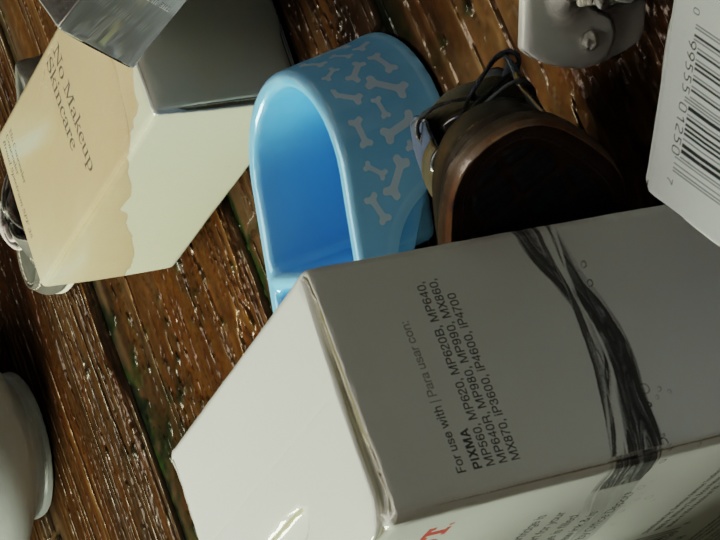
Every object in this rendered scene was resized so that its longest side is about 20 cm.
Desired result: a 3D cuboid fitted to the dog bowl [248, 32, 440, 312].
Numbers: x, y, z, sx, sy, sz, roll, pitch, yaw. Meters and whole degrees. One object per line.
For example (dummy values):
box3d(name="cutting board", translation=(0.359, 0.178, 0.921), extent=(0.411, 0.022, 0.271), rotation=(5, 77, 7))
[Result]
box3d(name="dog bowl", translation=(0.000, 0.000, 1.037), extent=(0.111, 0.050, 0.200), rotation=(-2, 98, 63))

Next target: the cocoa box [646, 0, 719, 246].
box3d(name="cocoa box", translation=(0.170, -0.088, 0.584), extent=(0.133, 0.131, 0.200), rotation=(43, 137, 49))

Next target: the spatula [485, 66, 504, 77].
box3d(name="spatula", translation=(0.054, 0.019, 0.964), extent=(0.057, 0.021, 0.200), rotation=(12, 109, 44))

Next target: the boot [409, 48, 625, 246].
box3d(name="boot", translation=(0.040, -0.034, 0.828), extent=(0.097, 0.075, 0.200), rotation=(55, 180, 22))

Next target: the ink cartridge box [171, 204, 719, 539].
box3d(name="ink cartridge box", translation=(0.056, 0.050, 0.781), extent=(0.084, 0.200, 0.144), rotation=(68, 151, 19))

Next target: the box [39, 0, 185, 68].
box3d(name="box", translation=(-0.109, -0.209, 1.081), extent=(0.158, 0.048, 0.200), rotation=(-51, 46, 14))

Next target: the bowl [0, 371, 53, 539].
box3d(name="bowl", translation=(-0.253, 0.120, 1.526), extent=(0.201, 0.090, 0.201), rotation=(31, 127, 54))

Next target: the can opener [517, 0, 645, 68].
box3d(name="can opener", translation=(0.074, -0.165, 0.827), extent=(0.066, 0.053, 0.200), rotation=(37, 131, 54))

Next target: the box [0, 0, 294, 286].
box3d(name="box", translation=(-0.107, -0.076, 1.182), extent=(0.200, 0.078, 0.095), rotation=(-50, 55, 57))

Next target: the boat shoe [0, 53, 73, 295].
box3d(name="boat shoe", translation=(-0.181, -0.056, 1.354), extent=(0.067, 0.057, 0.200), rotation=(62, 148, 30))
